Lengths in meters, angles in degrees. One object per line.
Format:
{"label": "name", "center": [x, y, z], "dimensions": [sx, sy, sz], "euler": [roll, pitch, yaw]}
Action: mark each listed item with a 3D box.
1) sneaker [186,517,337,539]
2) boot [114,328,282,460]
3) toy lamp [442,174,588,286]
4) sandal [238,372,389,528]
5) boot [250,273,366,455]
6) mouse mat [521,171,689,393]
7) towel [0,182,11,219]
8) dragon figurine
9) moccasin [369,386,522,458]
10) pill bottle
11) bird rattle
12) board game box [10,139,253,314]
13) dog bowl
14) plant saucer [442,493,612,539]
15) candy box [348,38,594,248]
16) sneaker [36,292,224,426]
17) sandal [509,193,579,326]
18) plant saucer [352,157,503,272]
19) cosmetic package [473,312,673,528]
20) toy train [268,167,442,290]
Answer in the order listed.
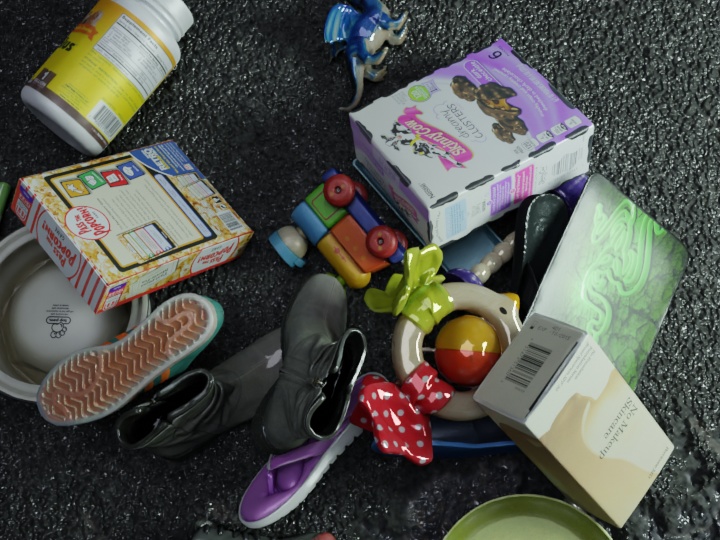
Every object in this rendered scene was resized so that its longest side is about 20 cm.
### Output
{"label": "sneaker", "center": [-0.119, 0.282, 0.915], "dimensions": [0.199, 0.071, 0.098], "euler": [-18, 75, 0]}
{"label": "boot", "center": [-0.138, 0.120, 0.926], "dimensions": [0.200, 0.131, 0.068], "euler": [-37, 75, -7]}
{"label": "toy lamp", "center": [0.171, -0.038, 0.983], "dimensions": [0.058, 0.058, 0.200], "euler": [42, 65, 14]}
{"label": "sandal", "center": [-0.055, 0.169, 0.939], "dimensions": [0.203, 0.082, 0.050], "euler": [-44, 115, -18]}
{"label": "boot", "center": [-0.029, 0.078, 0.883], "dimensions": [0.068, 0.131, 0.201], "euler": [29, 58, -20]}
{"label": "mouse mat", "center": [0.253, 0.021, 0.951], "dimensions": [0.161, 0.008, 0.201], "euler": [34, 71, -22]}
{"label": "towel", "center": [-0.491, -0.016, 1.059], "dimensions": [0.148, 0.031, 0.201], "euler": [11, 72, 5]}
{"label": "dragon figurine", "center": [-0.009, -0.269, 1.079], "dimensions": [0.099, 0.059, 0.201], "euler": [23, 76, 11]}
{"label": "moccasin", "center": [0.106, 0.151, 0.945], "dimensions": [0.199, 0.081, 0.069], "euler": [0, 69, -11]}
{"label": "pill bottle", "center": [-0.282, -0.237, 1.063], "dimensions": [0.109, 0.109, 0.200], "euler": [35, 78, 13]}
{"label": "bird rattle", "center": [0.076, 0.079, 0.867], "dimensions": [0.162, 0.113, 0.201], "euler": [4, 70, -5]}
{"label": "board game box", "center": [-0.233, -0.053, 0.976], "dimensions": [0.152, 0.046, 0.200], "euler": [48, 40, 16]}
{"label": "dog bowl", "center": [-0.315, 0.048, 1.000], "dimensions": [0.199, 0.074, 0.201], "euler": [-1, 73, 3]}
{"label": "plant saucer", "center": [0.163, 0.320, 0.904], "dimensions": [0.199, 0.031, 0.201], "euler": [-1, 74, 3]}
{"label": "candy box", "center": [0.114, -0.136, 0.988], "dimensions": [0.199, 0.072, 0.168], "euler": [-28, 55, -12]}
{"label": "sneaker", "center": [-0.218, 0.091, 0.917], "dimensions": [0.199, 0.080, 0.072], "euler": [-30, 80, 4]}
{"label": "sandal", "center": [0.187, 0.024, 0.941], "dimensions": [0.075, 0.048, 0.202], "euler": [-7, 99, -31]}
{"label": "plant saucer", "center": [0.079, -0.067, 1.034], "dimensions": [0.070, 0.019, 0.200], "euler": [-38, 74, -7]}
{"label": "cosmetic package", "center": [0.203, 0.142, 0.869], "dimensions": [0.105, 0.200, 0.071], "euler": [-53, 35, -11]}
{"label": "toy train", "center": [0.000, 0.000, 0.995], "dimensions": [0.116, 0.085, 0.200], "euler": [-40, 82, 9]}
